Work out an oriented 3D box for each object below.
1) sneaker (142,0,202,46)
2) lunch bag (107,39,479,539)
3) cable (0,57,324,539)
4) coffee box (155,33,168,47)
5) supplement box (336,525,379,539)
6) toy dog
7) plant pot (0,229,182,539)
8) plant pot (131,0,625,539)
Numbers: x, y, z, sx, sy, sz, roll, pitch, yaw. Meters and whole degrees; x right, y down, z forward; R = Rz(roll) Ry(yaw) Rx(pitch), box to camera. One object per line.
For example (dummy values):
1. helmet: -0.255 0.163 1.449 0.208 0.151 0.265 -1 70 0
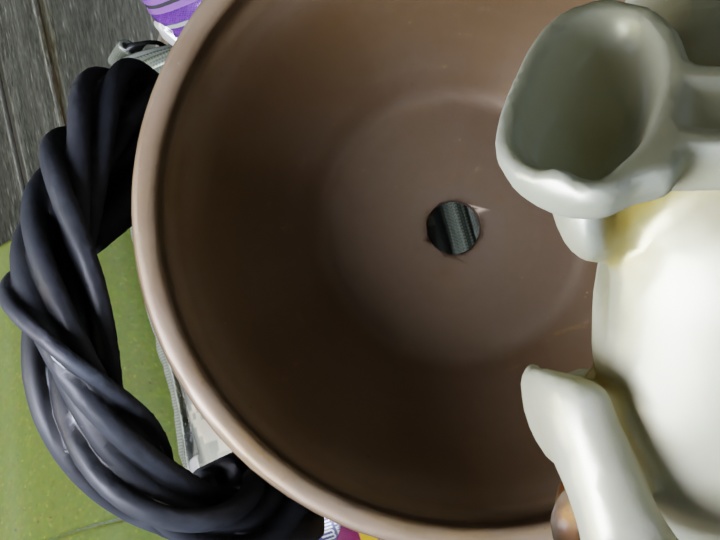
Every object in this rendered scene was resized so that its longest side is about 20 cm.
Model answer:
1. sneaker: -0.004 -0.155 1.005 0.083 0.200 0.081 36 -179 -15
2. lunch bag: 0.000 0.000 1.104 0.139 0.168 0.200 127 130 -73
3. cable: -0.049 0.009 0.940 0.200 0.051 0.163 5 -103 -66
4. coffee box: -0.032 -0.037 1.399 0.114 0.080 0.200 121 136 -72
5. supplement box: 0.059 0.141 1.056 0.200 0.131 0.103 107 148 -62
6. toy dog: 0.100 0.019 0.779 0.194 0.139 0.200 -97 4 -56
7. plant pot: -0.089 0.084 1.216 0.200 0.200 0.190 106 155 -63
8. plant pot: 0.032 -0.015 0.906 0.093 0.201 0.201 122 136 -85
